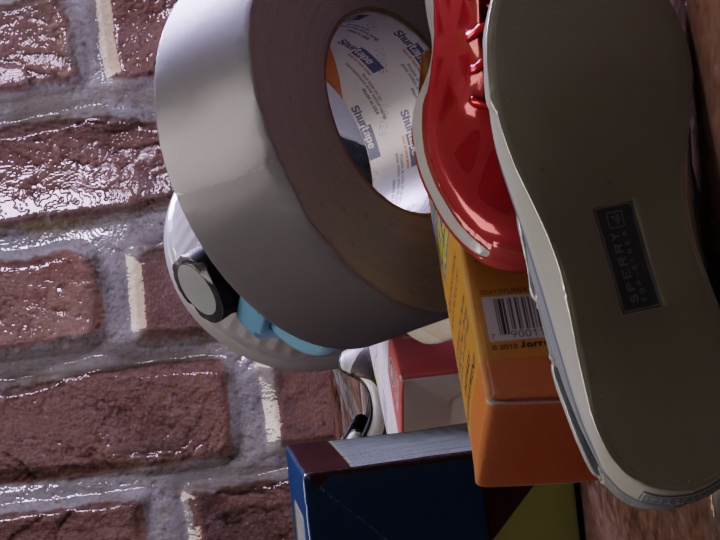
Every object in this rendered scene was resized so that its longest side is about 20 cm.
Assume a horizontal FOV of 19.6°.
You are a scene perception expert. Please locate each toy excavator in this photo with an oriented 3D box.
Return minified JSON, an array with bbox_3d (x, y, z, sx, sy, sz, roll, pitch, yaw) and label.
[{"bbox_3d":[0.000,0.000,1.202,0.200,0.100,0.195,44,148,18],"label":"toy excavator"}]

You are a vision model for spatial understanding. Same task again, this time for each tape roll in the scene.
[{"bbox_3d":[-0.005,-0.066,1.002,0.200,0.066,0.201,26,-126,-42],"label":"tape roll"}]

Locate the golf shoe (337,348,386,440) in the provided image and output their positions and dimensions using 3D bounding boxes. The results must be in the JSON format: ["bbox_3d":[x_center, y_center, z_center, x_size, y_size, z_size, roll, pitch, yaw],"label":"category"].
[{"bbox_3d":[0.032,0.139,1.442,0.078,0.094,0.200,142,120,-84],"label":"golf shoe"}]

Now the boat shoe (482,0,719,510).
[{"bbox_3d":[0.080,-0.015,0.703,0.072,0.070,0.201,108,153,-72],"label":"boat shoe"}]

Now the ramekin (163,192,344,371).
[{"bbox_3d":[-0.039,-0.034,1.537,0.094,0.202,0.203,118,148,-60],"label":"ramekin"}]

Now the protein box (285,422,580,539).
[{"bbox_3d":[0.040,0.188,1.105,0.200,0.135,0.199,172,92,-86],"label":"protein box"}]

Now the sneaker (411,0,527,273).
[{"bbox_3d":[0.056,-0.106,0.851,0.116,0.078,0.200,88,173,-57],"label":"sneaker"}]

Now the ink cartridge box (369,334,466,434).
[{"bbox_3d":[0.040,0.029,1.333,0.117,0.067,0.200,88,172,-46],"label":"ink cartridge box"}]

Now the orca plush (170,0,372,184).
[{"bbox_3d":[-0.034,-0.079,1.169,0.105,0.200,0.071,-45,-24,-47],"label":"orca plush"}]

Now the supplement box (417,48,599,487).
[{"bbox_3d":[0.068,-0.007,0.906,0.067,0.069,0.200,93,173,-51],"label":"supplement box"}]
